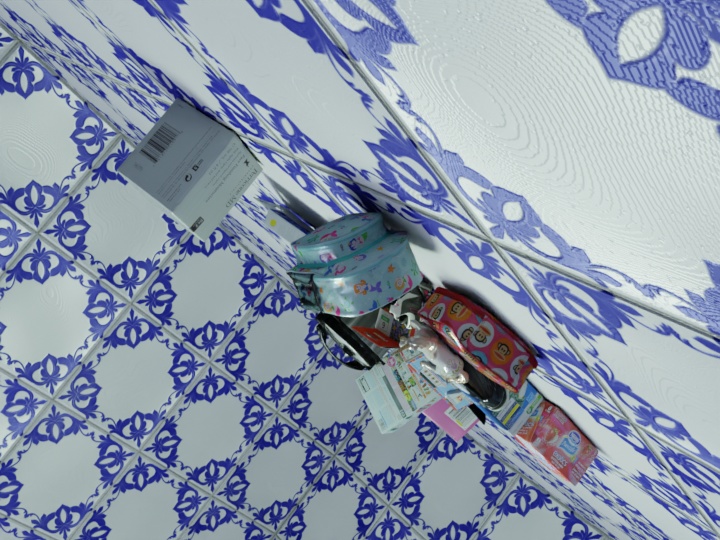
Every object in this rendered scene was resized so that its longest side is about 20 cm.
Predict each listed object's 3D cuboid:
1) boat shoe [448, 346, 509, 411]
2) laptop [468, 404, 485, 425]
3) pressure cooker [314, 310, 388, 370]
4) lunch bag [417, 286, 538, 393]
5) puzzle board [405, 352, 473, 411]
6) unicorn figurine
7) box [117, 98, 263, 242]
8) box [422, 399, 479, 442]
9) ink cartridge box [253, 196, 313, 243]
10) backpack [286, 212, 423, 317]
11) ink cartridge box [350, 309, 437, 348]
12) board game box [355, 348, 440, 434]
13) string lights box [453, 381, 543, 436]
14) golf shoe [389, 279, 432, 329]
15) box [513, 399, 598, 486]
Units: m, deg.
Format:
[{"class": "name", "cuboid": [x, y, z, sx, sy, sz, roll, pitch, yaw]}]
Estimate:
[{"class": "boat shoe", "cuboid": [0.202, 0.170, 1.561, 0.066, 0.074, 0.201, 22, -143, -55]}, {"class": "laptop", "cuboid": [0.215, 0.233, 1.921, 0.199, 0.104, 0.177, 33, 169, 36]}, {"class": "pressure cooker", "cuboid": [0.002, 0.116, 1.876, 0.175, 0.200, 0.179, 38, 172, 22]}, {"class": "lunch bag", "cuboid": [0.194, 0.117, 1.445, 0.200, 0.082, 0.176, 41, 172, -20]}, {"class": "puzzle board", "cuboid": [0.207, 0.209, 1.717, 0.200, 0.150, 0.018, 45, -156, -34]}, {"class": "unicorn figurine", "cuboid": [0.121, 0.141, 1.489, 0.199, 0.075, 0.137, 27, 177, -22]}, {"class": "box", "cuboid": [-0.343, -0.203, 1.694, 0.199, 0.200, 0.131, 33, 171, 32]}, {"class": "box", "cuboid": [0.200, 0.284, 2.046, 0.176, 0.097, 0.200, 41, -164, -10]}, {"class": "ink cartridge box", "cuboid": [-0.133, -0.079, 1.845, 0.199, 0.047, 0.197, 34, -174, 16]}, {"class": "backpack", "cuboid": [-0.006, -0.007, 1.327, 0.199, 0.176, 0.152, 15, 127, 56]}, {"class": "ink cartridge box", "cuboid": [0.090, 0.115, 1.696, 0.198, 0.051, 0.109, 5, -164, -39]}, {"class": "board game box", "cuboid": [0.102, 0.257, 1.917, 0.064, 0.200, 0.149, 9, -133, -56]}, {"class": "string lights box", "cuboid": [0.267, 0.231, 1.670, 0.200, 0.103, 0.059, 44, 173, -32]}, {"class": "golf shoe", "cuboid": [0.100, 0.070, 1.603, 0.077, 0.088, 0.200, 33, 171, 27]}, {"class": "box", "cuboid": [0.399, 0.352, 1.763, 0.200, 0.096, 0.099, 44, 171, -34]}]
